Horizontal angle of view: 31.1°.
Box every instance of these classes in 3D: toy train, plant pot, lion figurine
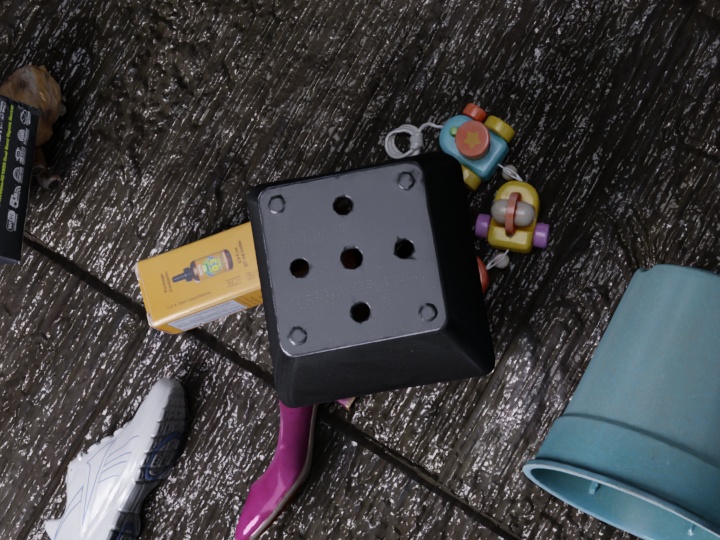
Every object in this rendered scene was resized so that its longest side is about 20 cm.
[{"bbox_3d":[0.092,-0.060,1.199,0.149,0.056,0.202,-17,77,8],"label":"toy train"},{"bbox_3d":[0.262,0.114,1.066,0.199,0.200,0.198,21,77,15],"label":"plant pot"},{"bbox_3d":[0.000,0.000,1.085,0.198,0.177,0.202,-10,82,5],"label":"plant pot"},{"bbox_3d":[-0.371,-0.110,1.303,0.199,0.072,0.123,-37,67,8],"label":"lion figurine"}]

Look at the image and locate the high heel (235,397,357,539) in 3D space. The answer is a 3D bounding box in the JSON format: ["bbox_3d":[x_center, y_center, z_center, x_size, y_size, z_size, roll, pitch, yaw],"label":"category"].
[{"bbox_3d":[-0.081,0.150,1.190,0.096,0.067,0.201,32,73,6],"label":"high heel"}]

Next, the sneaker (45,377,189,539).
[{"bbox_3d":[-0.231,0.187,1.216,0.087,0.074,0.201,27,86,21],"label":"sneaker"}]

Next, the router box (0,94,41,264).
[{"bbox_3d":[-0.402,-0.082,1.247,0.198,0.062,0.152,-3,76,36],"label":"router box"}]

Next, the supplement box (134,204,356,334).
[{"bbox_3d":[-0.108,-0.004,1.227,0.198,0.069,0.067,-19,77,6],"label":"supplement box"}]
